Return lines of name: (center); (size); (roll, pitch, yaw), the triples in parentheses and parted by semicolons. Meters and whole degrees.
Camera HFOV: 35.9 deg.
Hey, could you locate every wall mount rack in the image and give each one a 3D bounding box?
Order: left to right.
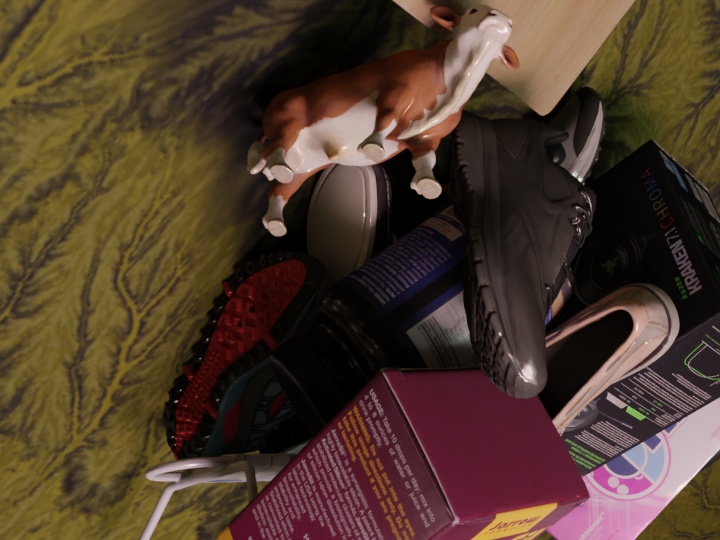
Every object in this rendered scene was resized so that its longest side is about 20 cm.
wall mount rack: (-0.092, 0.189, 0.859); (0.199, 0.075, 0.173); (10, 154, -44)

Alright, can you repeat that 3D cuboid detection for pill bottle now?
pill bottle: (0.040, 0.036, 0.764); (0.199, 0.112, 0.112); (-34, 135, -14)

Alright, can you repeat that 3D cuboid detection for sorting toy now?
sorting toy: (0.112, -0.238, 0.734); (0.198, 0.070, 0.201); (26, 106, -43)

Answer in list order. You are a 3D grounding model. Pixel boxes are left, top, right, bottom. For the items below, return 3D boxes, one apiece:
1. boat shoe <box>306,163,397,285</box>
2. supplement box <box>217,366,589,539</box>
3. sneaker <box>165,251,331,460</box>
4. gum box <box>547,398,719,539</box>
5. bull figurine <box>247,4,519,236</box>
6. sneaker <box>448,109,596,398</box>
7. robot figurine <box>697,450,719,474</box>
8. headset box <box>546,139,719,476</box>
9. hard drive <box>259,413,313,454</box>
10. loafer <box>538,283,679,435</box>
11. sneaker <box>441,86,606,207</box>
boat shoe: (0.000, 0.000, 0.838); (0.060, 0.074, 0.202); (-15, 126, -32)
supplement box: (0.022, 0.156, 0.701); (0.130, 0.104, 0.200); (3, 140, -43)
sneaker: (-0.072, 0.066, 0.849); (0.095, 0.080, 0.201); (8, 127, -43)
gum box: (0.216, 0.146, 0.928); (0.200, 0.113, 0.066); (-51, 169, 12)
bull figurine: (0.011, -0.096, 0.695); (0.199, 0.122, 0.065); (-17, 127, 35)
sneaker: (0.104, -0.019, 0.685); (0.090, 0.202, 0.076); (-2, 151, -1)
robot figurine: (0.272, 0.095, 1.017); (0.199, 0.150, 0.125); (-39, 121, 2)
headset box: (0.191, 0.034, 0.854); (0.092, 0.175, 0.199); (30, 126, -36)
hard drive: (0.032, 0.133, 0.927); (0.199, 0.038, 0.139); (-27, 141, 24)
loafer: (0.126, 0.077, 0.763); (0.200, 0.072, 0.063); (-43, 158, 25)
sneaker: (0.115, -0.066, 0.865); (0.079, 0.074, 0.201); (40, 92, -10)
